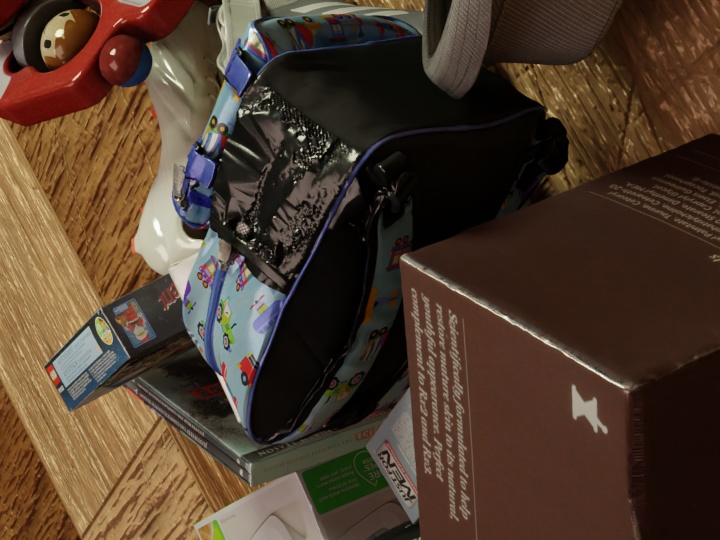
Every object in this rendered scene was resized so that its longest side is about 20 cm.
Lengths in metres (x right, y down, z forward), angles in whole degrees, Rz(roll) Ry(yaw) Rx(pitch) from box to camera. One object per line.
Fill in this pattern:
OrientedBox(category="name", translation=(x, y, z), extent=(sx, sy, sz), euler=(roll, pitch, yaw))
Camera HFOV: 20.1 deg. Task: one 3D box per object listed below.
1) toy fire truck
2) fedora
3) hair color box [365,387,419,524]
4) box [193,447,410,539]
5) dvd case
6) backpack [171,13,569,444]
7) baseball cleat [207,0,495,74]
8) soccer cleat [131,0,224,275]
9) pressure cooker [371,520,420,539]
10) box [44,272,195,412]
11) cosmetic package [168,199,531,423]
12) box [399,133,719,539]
OrientedBox(category="toy fire truck", translation=(-0.169, -0.181, 1.336), extent=(0.112, 0.200, 0.168), euler=(43, 165, -36))
OrientedBox(category="fedora", translation=(0.086, -0.178, 0.965), extent=(0.177, 0.090, 0.200), euler=(-175, 92, -85))
OrientedBox(category="hair color box", translation=(0.085, 0.065, 1.155), extent=(0.061, 0.099, 0.200), euler=(58, 150, 16))
OrientedBox(category="box", translation=(-0.012, 0.225, 1.437), extent=(0.200, 0.097, 0.177), euler=(-34, 77, 60))
OrientedBox(category="dvd case", translation=(-0.067, 0.077, 1.376), extent=(0.200, 0.146, 0.022), euler=(33, 130, 48))
OrientedBox(category="backpack", translation=(-0.013, -0.016, 1.041), extent=(0.135, 0.183, 0.200), euler=(38, 120, 25))
OrientedBox(category="baseball cleat", translation=(-0.017, -0.123, 1.195), extent=(0.200, 0.106, 0.070), euler=(25, 125, 49))
OrientedBox(category="soccer cleat", translation=(-0.107, -0.092, 1.367), extent=(0.078, 0.069, 0.200), euler=(-14, 66, 45))
OrientedBox(category="pressure cooker", translation=(0.085, 0.237, 1.200), extent=(0.176, 0.179, 0.200), euler=(157, 90, -86))
OrientedBox(category="box", translation=(-0.098, 0.017, 1.329), extent=(0.038, 0.200, 0.137), euler=(59, 150, 5))
OrientedBox(category="cosmetic package", translation=(0.000, 0.000, 1.181), extent=(0.200, 0.085, 0.108), euler=(-26, 85, 32))
OrientedBox(category="box", translation=(0.148, 0.058, 0.938), extent=(0.164, 0.200, 0.166), euler=(32, 134, 48))
